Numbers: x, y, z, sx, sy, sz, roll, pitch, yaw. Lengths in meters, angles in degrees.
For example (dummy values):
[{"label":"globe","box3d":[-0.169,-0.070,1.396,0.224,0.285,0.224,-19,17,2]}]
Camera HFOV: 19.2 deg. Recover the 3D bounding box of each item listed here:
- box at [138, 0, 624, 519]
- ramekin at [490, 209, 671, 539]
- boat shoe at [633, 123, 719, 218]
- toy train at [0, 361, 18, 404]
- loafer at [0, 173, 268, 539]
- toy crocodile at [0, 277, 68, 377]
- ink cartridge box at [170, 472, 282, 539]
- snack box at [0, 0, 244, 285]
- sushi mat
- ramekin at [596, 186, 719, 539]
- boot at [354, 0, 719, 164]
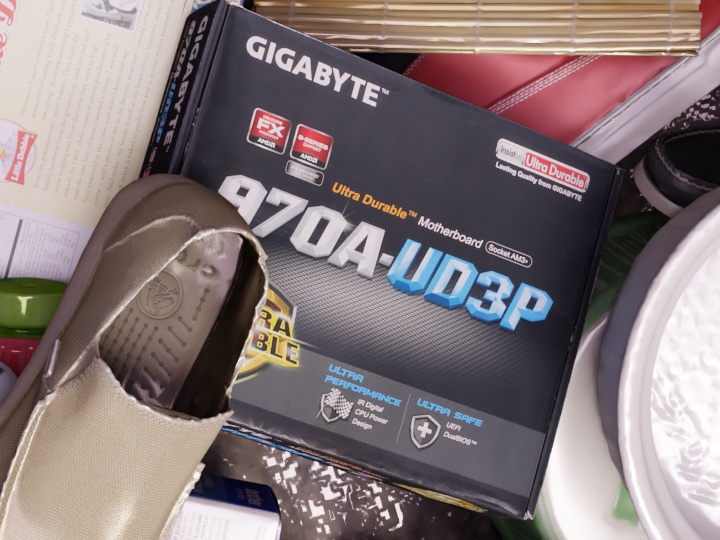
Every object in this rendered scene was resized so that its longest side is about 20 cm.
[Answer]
[{"label":"box","box3d":[0.000,0.000,0.876,0.199,0.046,0.160,21,79,-24]},{"label":"ramekin","box3d":[0.154,0.075,0.973,0.198,0.098,0.202,-1,96,-6]},{"label":"boat shoe","box3d":[0.218,-0.057,0.965,0.199,0.072,0.068,-3,131,-17]},{"label":"toy train","box3d":[-0.134,0.125,0.827,0.114,0.087,0.201,-36,111,-15]},{"label":"loafer","box3d":[-0.090,0.057,0.764,0.075,0.068,0.201,23,79,-27]},{"label":"toy crocodile","box3d":[-0.172,0.035,0.857,0.198,0.062,0.068,8,101,-7]},{"label":"ink cartridge box","box3d":[-0.114,0.152,0.929,0.199,0.076,0.137,13,94,-5]},{"label":"snack box","box3d":[-0.125,-0.056,0.898,0.115,0.037,0.201,16,96,-8]},{"label":"sushi mat","box3d":[0.050,-0.138,0.934,0.198,0.012,0.096,0,67,0]},{"label":"ramekin","box3d":[0.193,0.049,0.876,0.199,0.098,0.202,-1,96,-6]},{"label":"boot","box3d":[0.097,-0.127,0.964,0.200,0.072,0.145,-38,97,3]}]
